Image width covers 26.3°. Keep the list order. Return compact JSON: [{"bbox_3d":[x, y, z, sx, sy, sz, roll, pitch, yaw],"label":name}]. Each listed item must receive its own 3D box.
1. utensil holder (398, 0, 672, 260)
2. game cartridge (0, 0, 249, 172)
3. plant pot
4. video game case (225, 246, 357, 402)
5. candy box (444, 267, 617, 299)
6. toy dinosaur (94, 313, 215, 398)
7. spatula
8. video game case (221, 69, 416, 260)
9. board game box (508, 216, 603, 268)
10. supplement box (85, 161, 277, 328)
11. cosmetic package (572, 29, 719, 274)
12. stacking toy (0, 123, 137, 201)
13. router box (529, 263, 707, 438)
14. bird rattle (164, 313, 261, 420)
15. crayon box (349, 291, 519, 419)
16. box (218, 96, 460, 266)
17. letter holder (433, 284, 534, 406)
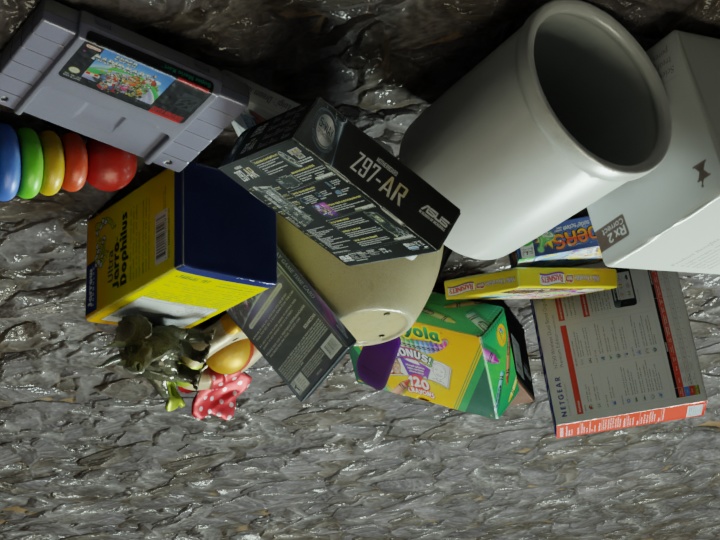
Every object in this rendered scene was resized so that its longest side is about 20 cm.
[{"bbox_3d":[0.152,-0.120,1.392,0.169,0.172,0.200,11,150,-35],"label":"utensil holder"},{"bbox_3d":[-0.209,-0.155,1.324,0.199,0.039,0.129,20,147,-30],"label":"game cartridge"},{"bbox_3d":[0.000,0.000,1.625,0.198,0.136,0.201,-7,154,-3],"label":"plant pot"},{"bbox_3d":[-0.097,0.032,1.615,0.019,0.200,0.143,-35,171,-34],"label":"video game case"},{"bbox_3d":[0.193,0.015,1.717,0.102,0.027,0.199,-8,174,41],"label":"candy box"},{"bbox_3d":[-0.207,0.083,1.567,0.101,0.078,0.200,18,170,-5],"label":"toy dinosaur"},{"bbox_3d":[0.055,0.037,1.697,0.056,0.201,0.021,24,169,47],"label":"spatula"},{"bbox_3d":[-0.036,-0.094,1.424,0.181,0.024,0.200,27,163,21],"label":"video game case"},{"bbox_3d":[0.232,-0.029,1.683,0.134,0.035,0.200,-10,174,3],"label":"board game box"},{"bbox_3d":[-0.180,-0.019,1.523,0.108,0.111,0.199,12,157,-35],"label":"supplement box"},{"bbox_3d":[0.330,-0.105,1.460,0.199,0.167,0.165,4,152,-38],"label":"cosmetic package"},{"bbox_3d":[-0.301,-0.100,1.403,0.198,0.086,0.085,-4,155,-27],"label":"stacking toy"},{"bbox_3d":[0.300,0.083,1.817,0.177,0.202,0.049,-9,155,3],"label":"router box"},{"bbox_3d":[-0.172,0.114,1.851,0.163,0.113,0.200,-36,150,16],"label":"bird rattle"},{"bbox_3d":[0.077,0.086,1.755,0.198,0.058,0.120,12,131,34],"label":"crayon box"},{"bbox_3d":[-0.023,-0.071,1.346,0.160,0.044,0.200,37,163,-16],"label":"box"},{"bbox_3d":[0.120,0.101,1.912,0.141,0.102,0.200,-14,154,15],"label":"letter holder"}]
